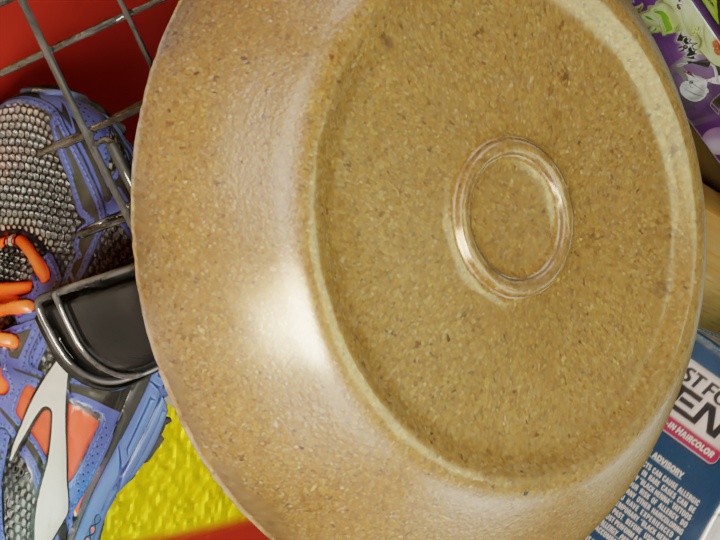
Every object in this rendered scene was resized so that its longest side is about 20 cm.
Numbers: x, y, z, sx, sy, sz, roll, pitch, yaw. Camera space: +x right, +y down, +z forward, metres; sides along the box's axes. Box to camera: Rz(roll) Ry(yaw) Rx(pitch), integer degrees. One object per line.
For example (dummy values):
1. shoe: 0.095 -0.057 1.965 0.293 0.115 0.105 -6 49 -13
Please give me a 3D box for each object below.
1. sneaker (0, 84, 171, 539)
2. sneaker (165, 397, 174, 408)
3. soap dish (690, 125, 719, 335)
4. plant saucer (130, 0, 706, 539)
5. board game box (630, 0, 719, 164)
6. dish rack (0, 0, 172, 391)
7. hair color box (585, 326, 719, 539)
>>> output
1. sneaker: -0.101 0.045 0.757 0.078 0.075 0.201 18 76 -48
2. sneaker: 0.000 0.000 0.924 0.200 0.073 0.116 22 65 -54
3. soap dish: 0.064 -0.073 0.905 0.157 0.081 0.201 24 46 -55
4. plant saucer: 0.030 -0.013 0.739 0.199 0.035 0.202 4 83 -40
5. board game box: 0.120 -0.075 0.888 0.200 0.032 0.120 50 31 -29
6. dish rack: -0.047 -0.087 0.748 0.153 0.054 0.201 -29 97 -38
7. hair color box: 0.094 0.123 0.883 0.100 0.060 0.201 21 102 -44
